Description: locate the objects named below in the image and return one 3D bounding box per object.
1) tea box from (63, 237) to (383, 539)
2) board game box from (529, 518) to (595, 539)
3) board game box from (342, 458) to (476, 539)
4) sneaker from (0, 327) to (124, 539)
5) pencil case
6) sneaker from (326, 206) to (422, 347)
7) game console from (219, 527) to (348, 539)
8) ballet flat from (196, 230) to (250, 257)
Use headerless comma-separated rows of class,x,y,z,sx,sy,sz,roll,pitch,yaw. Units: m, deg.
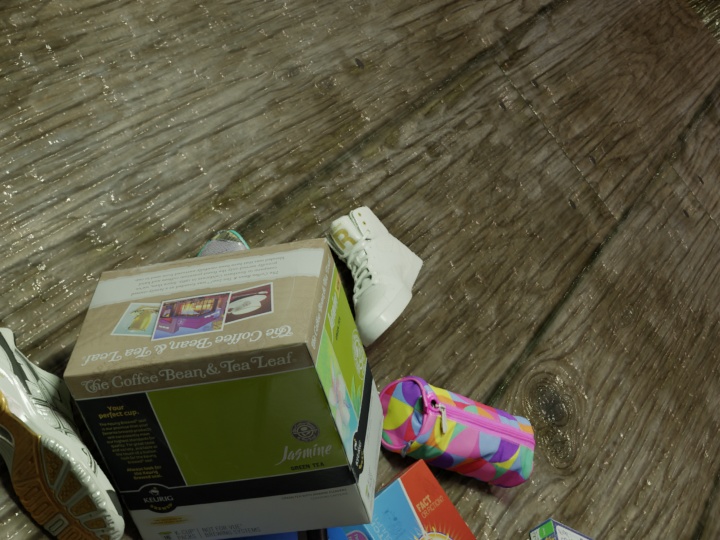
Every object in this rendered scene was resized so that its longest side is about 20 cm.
tea box,-0.102,0.101,1.227,0.134,0.198,0.198,-81,159,-51
board game box,0.275,0.370,1.695,0.199,0.034,0.136,30,37,-34
board game box,0.071,0.300,1.482,0.201,0.040,0.153,56,30,3
sneaker,-0.243,0.125,1.194,0.201,0.075,0.088,51,31,-4
pencil case,0.104,0.173,1.616,0.199,0.088,0.089,23,42,-42
sneaker,0.000,0.000,1.668,0.116,0.074,0.200,45,22,-10
game console,-0.073,0.293,1.314,0.171,0.117,0.201,67,13,-48
ballet flat,-0.095,0.055,1.494,0.201,0.072,0.072,51,30,-3
